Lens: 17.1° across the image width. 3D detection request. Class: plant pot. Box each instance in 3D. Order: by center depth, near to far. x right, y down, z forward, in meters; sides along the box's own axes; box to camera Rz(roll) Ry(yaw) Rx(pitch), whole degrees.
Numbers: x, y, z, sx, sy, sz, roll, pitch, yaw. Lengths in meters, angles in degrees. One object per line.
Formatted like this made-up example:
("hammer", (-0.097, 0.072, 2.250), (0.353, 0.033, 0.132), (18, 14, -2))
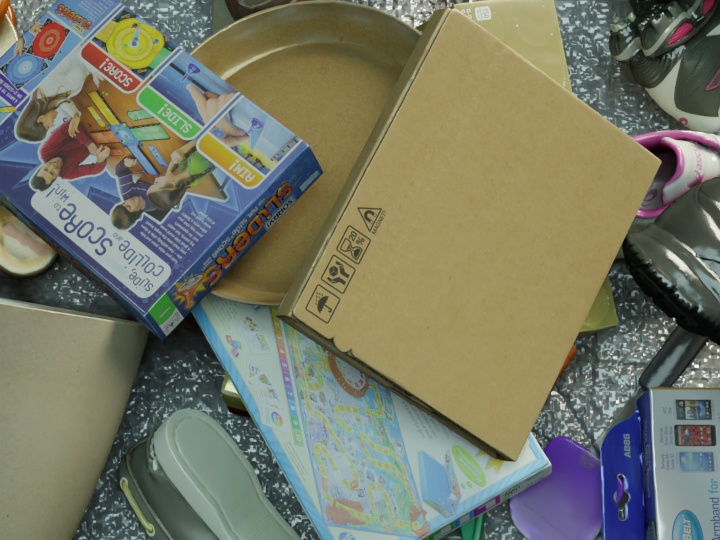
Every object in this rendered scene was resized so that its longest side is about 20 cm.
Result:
("plant pot", (-0.229, 0.113, 1.357), (0.187, 0.187, 0.200), (10, 89, 4))
("plant pot", (-0.034, -0.065, 1.377), (0.200, 0.027, 0.200), (-6, 63, 12))

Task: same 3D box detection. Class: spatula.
("spatula", (0.163, 0.082, 1.423), (0.056, 0.021, 0.200), (36, 78, 11))

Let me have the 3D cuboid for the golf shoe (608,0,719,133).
("golf shoe", (0.240, -0.172, 1.478), (0.200, 0.077, 0.088), (-44, 108, -17))

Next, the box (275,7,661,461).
("box", (0.064, -0.019, 1.320), (0.163, 0.021, 0.200), (34, 73, -22))

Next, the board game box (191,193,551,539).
("board game box", (0.001, 0.062, 1.368), (0.134, 0.034, 0.200), (-29, 75, -4))

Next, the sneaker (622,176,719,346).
("sneaker", (0.244, 0.027, 1.353), (0.091, 0.076, 0.200), (-44, 84, -7))

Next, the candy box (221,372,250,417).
("candy box", (0.000, 0.000, 1.433), (0.115, 0.055, 0.200), (15, 75, 5))

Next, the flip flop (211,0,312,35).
("flip flop", (-0.052, -0.186, 1.432), (0.081, 0.200, 0.058), (34, 38, 17))

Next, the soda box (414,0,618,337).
("soda box", (0.090, -0.056, 1.392), (0.068, 0.064, 0.200), (-9, 87, -23))

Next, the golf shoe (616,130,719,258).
("golf shoe", (0.216, -0.049, 1.424), (0.200, 0.092, 0.075), (-7, 73, -2))

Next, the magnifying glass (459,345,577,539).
("magnifying glass", (0.062, 0.119, 1.413), (0.080, 0.022, 0.200), (33, 74, 18))

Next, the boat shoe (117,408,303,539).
("boat shoe", (-0.068, 0.177, 1.383), (0.060, 0.072, 0.202), (-35, 87, 33))

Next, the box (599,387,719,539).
("box", (0.240, 0.129, 1.387), (0.200, 0.041, 0.119), (1, 75, -8))

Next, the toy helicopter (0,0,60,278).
("toy helicopter", (-0.246, -0.083, 1.454), (0.132, 0.079, 0.200), (-25, 83, -9))

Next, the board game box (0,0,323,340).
("board game box", (-0.138, -0.068, 1.371), (0.135, 0.034, 0.200), (-46, 61, -10))
